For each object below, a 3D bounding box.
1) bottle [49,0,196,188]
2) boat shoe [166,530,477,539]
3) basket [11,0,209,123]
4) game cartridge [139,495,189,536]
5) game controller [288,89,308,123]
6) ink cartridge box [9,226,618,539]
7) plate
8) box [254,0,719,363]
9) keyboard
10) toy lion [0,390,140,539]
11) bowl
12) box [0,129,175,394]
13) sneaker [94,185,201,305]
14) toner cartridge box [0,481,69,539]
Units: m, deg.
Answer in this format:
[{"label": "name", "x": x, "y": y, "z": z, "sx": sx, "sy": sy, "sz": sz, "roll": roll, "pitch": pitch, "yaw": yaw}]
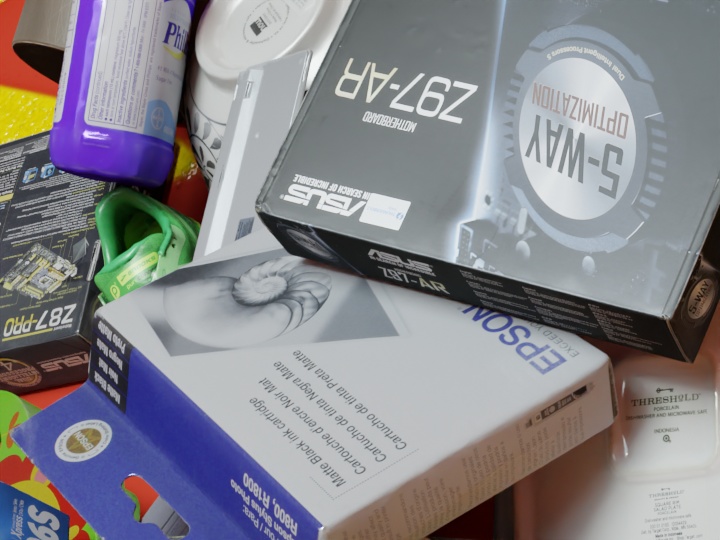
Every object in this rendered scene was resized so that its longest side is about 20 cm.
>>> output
[{"label": "bottle", "x": -0.122, "y": -0.147, "z": 1.099, "sx": 0.065, "sy": 0.084, "sz": 0.201, "roll": 9, "pitch": 88, "yaw": 5}, {"label": "boat shoe", "x": -0.014, "y": 0.128, "z": 0.845, "sx": 0.199, "sy": 0.071, "sz": 0.064, "roll": 8, "pitch": 71, "yaw": 10}, {"label": "basket", "x": -0.118, "y": -0.201, "z": 1.211, "sx": 0.135, "sy": 0.180, "sz": 0.201, "roll": 17, "pitch": 81, "yaw": 26}, {"label": "game cartridge", "x": -0.061, "y": 0.142, "z": 0.948, "sx": 0.200, "sy": 0.038, "sz": 0.130, "roll": -53, "pitch": 42, "yaw": 20}, {"label": "game controller", "x": 0.000, "y": 0.000, "z": 0.997, "sx": 0.104, "sy": 0.042, "sz": 0.201, "roll": -8, "pitch": 76, "yaw": 30}, {"label": "ink cartridge box", "x": -0.029, "y": 0.052, "z": 0.858, "sx": 0.199, "sy": 0.041, "sz": 0.199, "roll": -29, "pitch": 38, "yaw": -22}, {"label": "plate", "x": 0.134, "y": 0.063, "z": 0.850, "sx": 0.199, "sy": 0.032, "sz": 0.201, "roll": -9, "pitch": 71, "yaw": 33}, {"label": "box", "x": 0.074, "y": -0.062, "z": 0.856, "sx": 0.199, "sy": 0.044, "sz": 0.161, "roll": 16, "pitch": 71, "yaw": 30}, {"label": "keyboard", "x": -0.062, "y": -0.014, "z": 1.006, "sx": 0.056, "sy": 0.011, "sz": 0.201, "roll": -5, "pitch": 67, "yaw": 47}, {"label": "toy lion", "x": -0.190, "y": 0.144, "z": 1.043, "sx": 0.191, "sy": 0.069, "sz": 0.201, "roll": -33, "pitch": 43, "yaw": 27}, {"label": "bowl", "x": -0.029, "y": -0.114, "z": 1.110, "sx": 0.200, "sy": 0.094, "sz": 0.202, "roll": -21, "pitch": 49, "yaw": 26}, {"label": "box", "x": -0.213, "y": -0.003, "z": 1.207, "sx": 0.199, "sy": 0.049, "sz": 0.162, "roll": -13, "pitch": 50, "yaw": 31}, {"label": "sneaker", "x": -0.103, "y": 0.030, "z": 1.066, "sx": 0.074, "sy": 0.084, "sz": 0.200, "roll": -40, "pitch": 42, "yaw": 10}, {"label": "toner cartridge box", "x": -0.166, "y": 0.182, "z": 0.865, "sx": 0.095, "sy": 0.043, "sz": 0.200, "roll": -56, "pitch": 19, "yaw": 16}]
